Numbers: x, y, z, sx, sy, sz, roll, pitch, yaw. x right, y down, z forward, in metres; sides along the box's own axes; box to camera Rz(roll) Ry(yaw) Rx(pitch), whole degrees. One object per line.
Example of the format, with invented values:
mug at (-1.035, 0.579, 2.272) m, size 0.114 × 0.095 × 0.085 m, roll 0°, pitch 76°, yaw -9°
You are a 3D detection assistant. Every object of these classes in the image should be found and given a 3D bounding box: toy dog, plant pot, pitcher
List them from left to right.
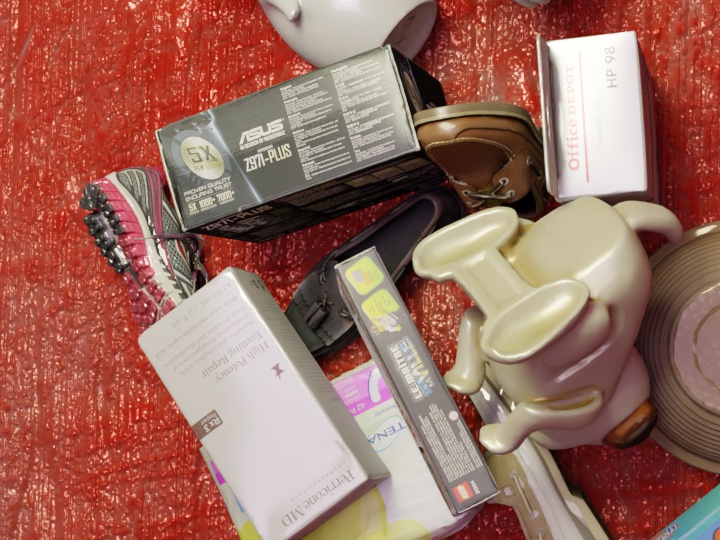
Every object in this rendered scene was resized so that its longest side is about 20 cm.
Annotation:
pitcher at (-0.052, -0.235, 1.073) m, size 0.200 × 0.171 × 0.121 m, roll 40°, pitch 132°, yaw 16°
toy dog at (0.146, 0.048, 0.956) m, size 0.194 × 0.200 × 0.140 m, roll -36°, pitch 45°, yaw -14°
plant pot at (0.286, 0.059, 0.995) m, size 0.200 × 0.093 × 0.202 m, roll 0°, pitch 89°, yaw 18°

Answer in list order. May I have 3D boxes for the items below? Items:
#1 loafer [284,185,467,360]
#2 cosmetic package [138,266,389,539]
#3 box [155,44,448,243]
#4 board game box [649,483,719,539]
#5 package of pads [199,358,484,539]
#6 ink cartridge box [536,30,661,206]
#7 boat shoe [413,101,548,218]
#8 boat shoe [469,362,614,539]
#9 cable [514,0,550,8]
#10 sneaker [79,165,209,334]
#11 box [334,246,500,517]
loafer at (0.000, 0.000, 1.100) m, size 0.200 × 0.063 × 0.072 m, roll -42°, pitch 77°, yaw 11°
cosmetic package at (-0.076, 0.108, 1.044) m, size 0.102 × 0.074 × 0.200 m, roll -38°, pitch 77°, yaw 10°
box at (-0.035, -0.095, 1.063) m, size 0.199 × 0.164 × 0.086 m, roll -18°, pitch 83°, yaw 16°
board game box at (0.260, 0.274, 1.002) m, size 0.200 × 0.045 × 0.152 m, roll -41°, pitch 91°, yaw 12°
package of pads at (-0.014, 0.173, 1.095) m, size 0.200 × 0.068 × 0.155 m, roll -29°, pitch 79°, yaw 15°
ink cartridge box at (0.180, -0.104, 0.977) m, size 0.066 × 0.200 × 0.116 m, roll -4°, pitch 87°, yaw 16°
boat shoe at (0.103, -0.080, 0.999) m, size 0.072 × 0.200 × 0.068 m, roll -6°, pitch 83°, yaw 30°
boat shoe at (0.125, 0.161, 1.049) m, size 0.068 × 0.075 × 0.200 m, roll -34°, pitch 80°, yaw 7°
cable at (0.091, -0.290, 1.014) m, size 0.069 × 0.200 × 0.200 m, roll -44°, pitch 82°, yaw 24°
sneaker at (-0.163, 0.001, 1.149) m, size 0.081 × 0.075 × 0.200 m, roll -24°, pitch 92°, yaw 55°
box at (0.041, 0.088, 0.998) m, size 0.035 × 0.110 × 0.200 m, roll -26°, pitch 79°, yaw -4°
